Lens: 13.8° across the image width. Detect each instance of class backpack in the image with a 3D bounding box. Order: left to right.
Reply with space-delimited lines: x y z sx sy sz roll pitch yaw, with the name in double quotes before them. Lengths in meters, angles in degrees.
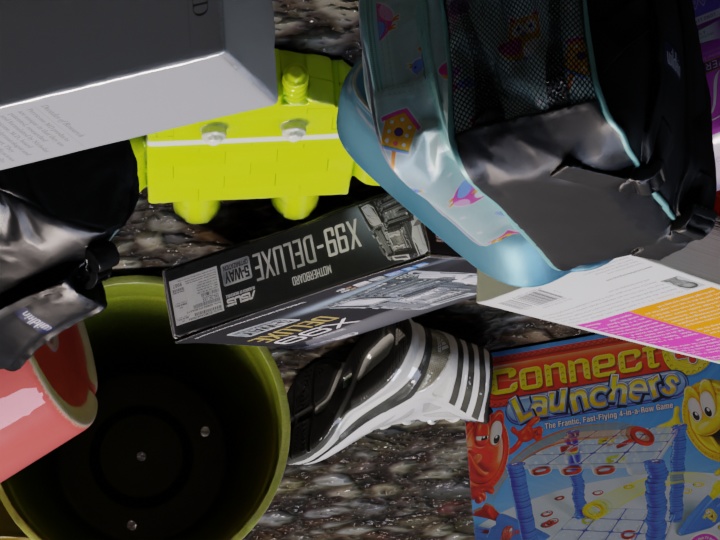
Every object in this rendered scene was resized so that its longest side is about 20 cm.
"backpack" -0.208 -0.030 1.671 0.167 0.127 0.200 28 149 -2
"backpack" 0.087 -0.114 1.441 0.153 0.200 0.176 -8 159 25

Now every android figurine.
"android figurine" -0.064 -0.076 1.722 0.182 0.041 0.200 -2 161 -6

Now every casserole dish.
"casserole dish" 0.069 -0.076 1.559 0.121 0.200 0.039 -40 146 -12

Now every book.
"book" 0.183 0.014 1.660 0.200 0.048 0.134 14 158 -32

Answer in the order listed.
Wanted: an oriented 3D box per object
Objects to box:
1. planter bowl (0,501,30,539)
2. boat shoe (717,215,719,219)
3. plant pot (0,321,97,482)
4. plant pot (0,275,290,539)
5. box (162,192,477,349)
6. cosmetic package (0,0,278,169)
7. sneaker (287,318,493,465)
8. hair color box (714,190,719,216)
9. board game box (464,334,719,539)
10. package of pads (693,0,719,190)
"planter bowl" -0.303 0.198 2.316 0.200 0.084 0.200 -5 158 -2
"boat shoe" 0.238 -0.038 1.712 0.200 0.075 0.068 5 130 -14
"plant pot" -0.271 0.061 1.845 0.177 0.201 0.200 -20 156 10
"plant pot" -0.151 0.117 2.028 0.200 0.201 0.193 -3 171 -4
"box" 0.000 0.000 1.878 0.200 0.050 0.158 -18 167 31
"cosmetic package" -0.148 -0.119 1.506 0.200 0.102 0.071 -13 157 18
"sneaker" 0.026 0.102 2.129 0.115 0.076 0.200 18 148 -25
"hair color box" 0.274 -0.107 1.611 0.200 0.111 0.064 -18 152 29
"board game box" 0.178 0.146 2.127 0.200 0.196 0.056 -11 158 14
"package of pads" 0.200 -0.111 1.574 0.200 0.121 0.076 -21 153 34
